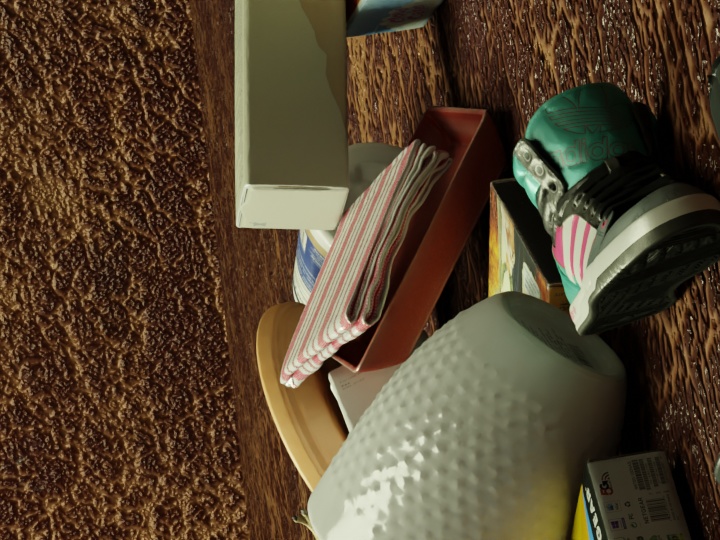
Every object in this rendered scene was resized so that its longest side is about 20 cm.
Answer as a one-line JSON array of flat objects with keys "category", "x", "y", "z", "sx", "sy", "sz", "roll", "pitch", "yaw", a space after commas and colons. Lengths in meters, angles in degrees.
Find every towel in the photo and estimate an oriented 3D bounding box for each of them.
[{"category": "towel", "x": 0.000, "y": 0.000, "z": 1.784, "sx": 0.146, "sy": 0.030, "sz": 0.200, "roll": -67, "pitch": 9, "yaw": -20}]

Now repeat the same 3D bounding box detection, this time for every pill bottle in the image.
[{"category": "pill bottle", "x": 0.003, "y": -0.006, "z": 2.030, "sx": 0.200, "sy": 0.111, "sz": 0.111, "roll": 100, "pitch": 161, "yaw": -60}]

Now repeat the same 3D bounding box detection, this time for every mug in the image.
[{"category": "mug", "x": 0.072, "y": 0.097, "z": 1.538, "sx": 0.175, "sy": 0.148, "sz": 0.200, "roll": -57, "pitch": 19, "yaw": 17}]

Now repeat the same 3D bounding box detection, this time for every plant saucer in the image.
[{"category": "plant saucer", "x": -0.010, "y": 0.111, "z": 1.944, "sx": 0.200, "sy": 0.037, "sz": 0.200, "roll": 52, "pitch": -159, "yaw": -30}, {"category": "plant saucer", "x": 0.038, "y": -0.020, "z": 1.808, "sx": 0.200, "sy": 0.037, "sz": 0.200, "roll": -63, "pitch": 12, "yaw": -1}]

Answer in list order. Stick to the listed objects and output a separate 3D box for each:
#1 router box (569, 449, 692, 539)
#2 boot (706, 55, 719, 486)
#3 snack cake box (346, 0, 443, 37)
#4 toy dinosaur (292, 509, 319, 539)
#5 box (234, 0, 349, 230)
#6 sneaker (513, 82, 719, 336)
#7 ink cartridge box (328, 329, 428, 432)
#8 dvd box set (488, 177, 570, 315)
[{"category": "router box", "x": 0.164, "y": 0.224, "z": 1.419, "sx": 0.149, "sy": 0.051, "sz": 0.200, "roll": 93, "pitch": 167, "yaw": -55}, {"category": "boot", "x": 0.185, "y": -0.011, "z": 1.078, "sx": 0.198, "sy": 0.073, "sz": 0.163, "roll": 110, "pitch": 150, "yaw": -55}, {"category": "snack cake box", "x": 0.025, "y": -0.251, "z": 1.859, "sx": 0.200, "sy": 0.067, "sz": 0.115, "roll": 140, "pitch": 122, "yaw": -79}, {"category": "toy dinosaur", "x": 0.002, "y": 0.203, "z": 1.764, "sx": 0.101, "sy": 0.058, "sz": 0.200, "roll": 61, "pitch": 179, "yaw": 22}, {"category": "box", "x": -0.053, "y": -0.138, "z": 1.885, "sx": 0.095, "sy": 0.078, "sz": 0.200, "roll": 113, "pitch": 157, "yaw": -71}, {"category": "sneaker", "x": 0.136, "y": -0.045, "z": 1.333, "sx": 0.200, "sy": 0.084, "sz": 0.121, "roll": 116, "pitch": 137, "yaw": -75}, {"category": "ink cartridge box", "x": 0.057, "y": 0.155, "z": 1.784, "sx": 0.147, "sy": 0.086, "sz": 0.200, "roll": 63, "pitch": -178, "yaw": -28}, {"category": "dvd box set", "x": 0.114, "y": 0.059, "z": 1.667, "sx": 0.146, "sy": 0.029, "sz": 0.200, "roll": -113, "pitch": 19, "yaw": -58}]
